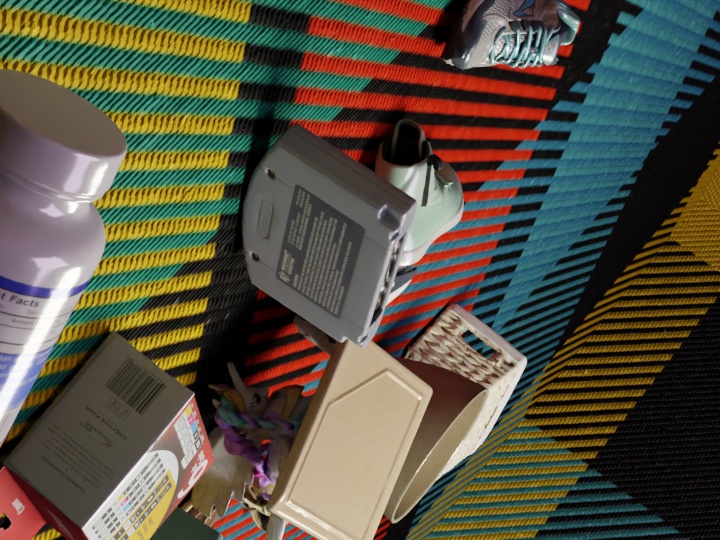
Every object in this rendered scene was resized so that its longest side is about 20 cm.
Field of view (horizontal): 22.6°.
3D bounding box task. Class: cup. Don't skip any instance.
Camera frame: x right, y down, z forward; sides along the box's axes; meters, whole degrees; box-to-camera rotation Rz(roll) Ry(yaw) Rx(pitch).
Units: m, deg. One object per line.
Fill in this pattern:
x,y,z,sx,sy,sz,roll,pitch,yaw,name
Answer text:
0.044,0.187,2.212,0.201,0.143,0.201,-50,166,-18,cup

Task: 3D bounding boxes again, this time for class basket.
0.115,0.172,2.451,0.123,0.135,0.201,-39,160,-43,basket

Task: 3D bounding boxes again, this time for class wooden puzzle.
-0.011,0.163,1.697,0.200,0.037,0.186,43,67,-55,wooden puzzle

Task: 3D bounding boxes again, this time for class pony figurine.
-0.074,0.175,1.745,0.199,0.166,0.194,-2,111,-37,pony figurine

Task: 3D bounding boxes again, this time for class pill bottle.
-0.202,0.000,0.941,0.201,0.112,0.112,-60,166,19,pill bottle

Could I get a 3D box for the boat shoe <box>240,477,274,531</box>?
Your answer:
-0.098,0.263,2.056,0.063,0.073,0.200,-54,168,-11,boat shoe

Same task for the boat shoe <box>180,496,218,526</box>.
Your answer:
-0.193,0.314,1.859,0.201,0.067,0.072,-57,167,8,boat shoe

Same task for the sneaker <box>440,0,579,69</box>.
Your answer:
0.146,-0.225,1.664,0.200,0.086,0.078,-37,158,-53,sneaker

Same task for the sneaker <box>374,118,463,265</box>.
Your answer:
0.061,-0.096,1.723,0.201,0.073,0.119,-59,156,-61,sneaker

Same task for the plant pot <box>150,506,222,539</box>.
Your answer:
-0.217,0.308,1.625,0.200,0.141,0.142,-55,170,-34,plant pot

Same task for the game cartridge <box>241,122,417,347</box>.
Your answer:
-0.031,-0.028,1.424,0.042,0.133,0.200,-45,165,-31,game cartridge

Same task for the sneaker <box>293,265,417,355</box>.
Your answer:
0.000,0.000,1.732,0.130,0.079,0.199,-52,167,-17,sneaker

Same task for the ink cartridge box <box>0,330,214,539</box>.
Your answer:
-0.205,0.166,1.406,0.176,0.084,0.200,-51,167,-15,ink cartridge box
